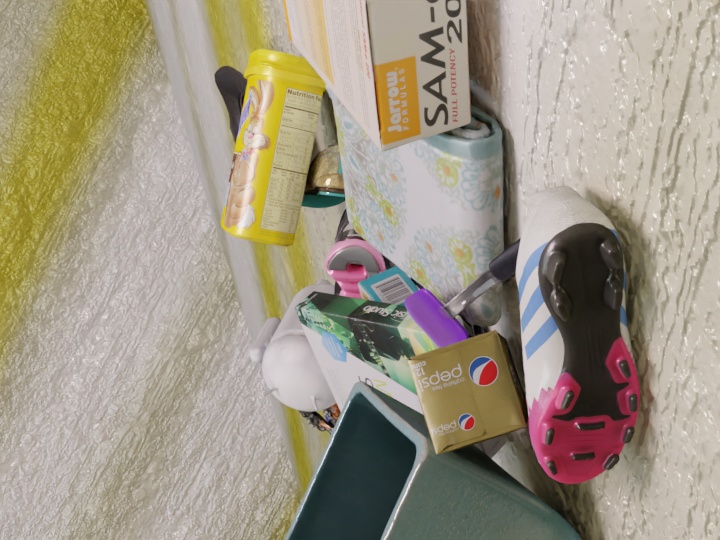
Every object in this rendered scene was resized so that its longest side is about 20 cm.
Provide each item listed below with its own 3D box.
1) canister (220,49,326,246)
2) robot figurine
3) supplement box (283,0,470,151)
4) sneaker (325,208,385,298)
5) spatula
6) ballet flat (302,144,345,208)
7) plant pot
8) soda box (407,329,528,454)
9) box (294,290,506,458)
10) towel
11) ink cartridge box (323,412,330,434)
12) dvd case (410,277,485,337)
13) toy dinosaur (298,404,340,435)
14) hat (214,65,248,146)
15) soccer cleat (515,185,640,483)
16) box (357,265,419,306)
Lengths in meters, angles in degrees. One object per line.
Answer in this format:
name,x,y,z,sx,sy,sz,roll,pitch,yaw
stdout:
canister,-0.099,-0.136,1.144,0.149,0.086,0.201,-148,69,-75
robot figurine,-0.054,0.097,1.292,0.200,0.169,0.113,-63,-31,-46
supplement box,0.004,-0.193,0.738,0.200,0.073,0.127,-123,20,-47
sneaker,0.000,0.000,1.182,0.200,0.078,0.096,92,179,-56
spatula,0.089,0.011,0.752,0.057,0.021,0.200,47,142,1
ballet flat,-0.037,-0.111,1.185,0.200,0.070,0.071,177,75,-78
plant pot,0.066,0.234,0.833,0.197,0.199,0.196,-65,18,0
soda box,0.085,0.088,0.755,0.200,0.064,0.068,26,-134,-78
box,0.034,0.097,0.968,0.199,0.036,0.145,6,127,47
towel,0.046,-0.070,0.821,0.200,0.048,0.172,40,149,45
ink cartridge box,-0.028,0.299,1.771,0.095,0.037,0.201,-147,38,-72
dvd case,0.063,-0.050,0.916,0.149,0.016,0.201,-131,26,-59
toy dinosaur,-0.031,0.230,1.573,0.136,0.102,0.201,41,129,35
hat,-0.117,-0.196,1.362,0.201,0.081,0.201,55,162,28
soccer cleat,0.134,0.040,0.644,0.086,0.069,0.201,-102,5,-58
box,0.054,0.101,1.057,0.082,0.049,0.201,-127,18,-53
